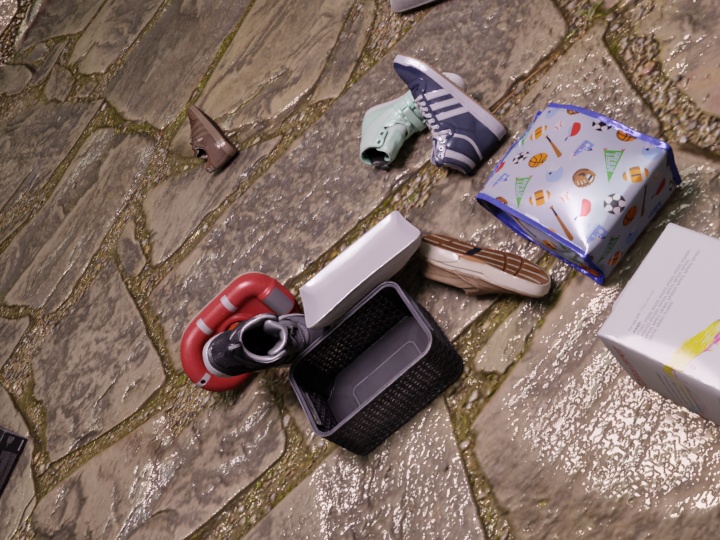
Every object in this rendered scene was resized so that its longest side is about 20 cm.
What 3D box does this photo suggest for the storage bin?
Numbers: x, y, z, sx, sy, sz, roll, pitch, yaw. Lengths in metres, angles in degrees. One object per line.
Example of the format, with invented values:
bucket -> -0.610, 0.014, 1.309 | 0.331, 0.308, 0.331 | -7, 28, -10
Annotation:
storage bin -> 0.019, 0.132, 0.977 | 0.200, 0.094, 0.135 | -42, 47, 9

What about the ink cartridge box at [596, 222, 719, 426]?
ink cartridge box -> 0.370, 0.071, 0.716 | 0.200, 0.145, 0.145 | 29, 82, 43

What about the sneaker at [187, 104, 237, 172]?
sneaker -> -0.325, -0.273, 1.493 | 0.076, 0.070, 0.200 | -46, 46, 5

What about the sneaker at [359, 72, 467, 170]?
sneaker -> 0.082, -0.230, 1.161 | 0.200, 0.074, 0.119 | -20, 46, 38

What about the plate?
plate -> 0.000, 0.000, 1.057 | 0.200, 0.032, 0.200 | -40, 15, 3

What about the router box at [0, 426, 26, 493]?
router box -> -0.750, 0.397, 1.410 | 0.157, 0.052, 0.201 | 6, 68, 39

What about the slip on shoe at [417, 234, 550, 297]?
slip on shoe -> 0.160, 0.007, 0.975 | 0.200, 0.076, 0.061 | 20, 116, 34

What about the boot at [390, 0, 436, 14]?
boot -> 0.159, -0.558, 1.319 | 0.200, 0.073, 0.182 | 1, 62, 44

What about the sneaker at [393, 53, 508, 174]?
sneaker -> 0.110, -0.227, 1.084 | 0.109, 0.200, 0.070 | -53, 2, 5

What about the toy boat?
toy boat -> -0.181, 0.107, 1.101 | 0.200, 0.130, 0.131 | -44, 26, 8

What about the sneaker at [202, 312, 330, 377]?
sneaker -> -0.110, 0.097, 1.008 | 0.114, 0.199, 0.076 | -28, 77, 55

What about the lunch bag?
lunch bag -> 0.267, -0.108, 0.920 | 0.200, 0.124, 0.170 | 37, 90, 36
